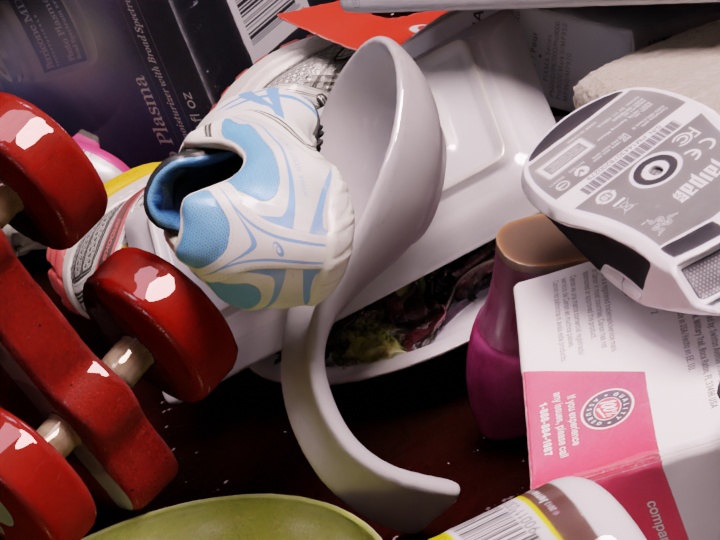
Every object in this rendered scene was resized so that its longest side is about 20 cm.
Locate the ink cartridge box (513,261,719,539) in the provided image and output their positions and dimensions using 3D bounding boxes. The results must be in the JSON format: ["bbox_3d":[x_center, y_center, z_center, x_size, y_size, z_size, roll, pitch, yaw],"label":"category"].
[{"bbox_3d":[0.161,0.042,0.933,0.199,0.085,0.145,-17,27,10],"label":"ink cartridge box"}]

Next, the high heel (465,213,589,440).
[{"bbox_3d":[0.138,0.016,1.056,0.199,0.097,0.068,-3,41,-11],"label":"high heel"}]

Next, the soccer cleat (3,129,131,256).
[{"bbox_3d":[-0.190,-0.023,1.339,0.199,0.070,0.087,3,52,43],"label":"soccer cleat"}]

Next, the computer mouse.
[{"bbox_3d":[0.128,-0.009,0.912,0.109,0.044,0.200,-36,33,-11],"label":"computer mouse"}]

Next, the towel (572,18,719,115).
[{"bbox_3d":[0.194,-0.083,1.048,0.199,0.035,0.132,-22,23,-15],"label":"towel"}]

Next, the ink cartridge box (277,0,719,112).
[{"bbox_3d":[0.087,-0.123,1.229,0.199,0.048,0.160,21,26,35],"label":"ink cartridge box"}]

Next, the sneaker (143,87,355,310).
[{"bbox_3d":[-0.051,-0.035,1.045,0.072,0.072,0.200,15,10,-13],"label":"sneaker"}]

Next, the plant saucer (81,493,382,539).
[{"bbox_3d":[-0.075,0.153,0.961,0.199,0.031,0.200,-18,27,9],"label":"plant saucer"}]

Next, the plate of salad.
[{"bbox_3d":[0.031,-0.019,1.159,0.199,0.048,0.200,-23,25,11],"label":"plate of salad"}]

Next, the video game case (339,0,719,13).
[{"bbox_3d":[0.115,-0.135,1.153,0.181,0.024,0.200,1,13,28],"label":"video game case"}]

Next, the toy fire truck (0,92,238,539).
[{"bbox_3d":[-0.157,0.019,1.056,0.112,0.200,0.168,-49,25,-23],"label":"toy fire truck"}]

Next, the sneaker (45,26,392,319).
[{"bbox_3d":[-0.047,-0.036,1.231,0.200,0.078,0.082,-40,25,-11],"label":"sneaker"}]

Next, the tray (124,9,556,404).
[{"bbox_3d":[-0.012,-0.032,1.129,0.199,0.022,0.108,-28,50,13],"label":"tray"}]

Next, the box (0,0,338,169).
[{"bbox_3d":[-0.118,-0.140,1.339,0.198,0.201,0.123,5,37,43],"label":"box"}]

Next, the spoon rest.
[{"bbox_3d":[0.000,0.000,1.040,0.060,0.099,0.201,9,59,-23],"label":"spoon rest"}]

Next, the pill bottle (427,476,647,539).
[{"bbox_3d":[0.006,0.151,0.820,0.199,0.110,0.109,-25,27,-7],"label":"pill bottle"}]
